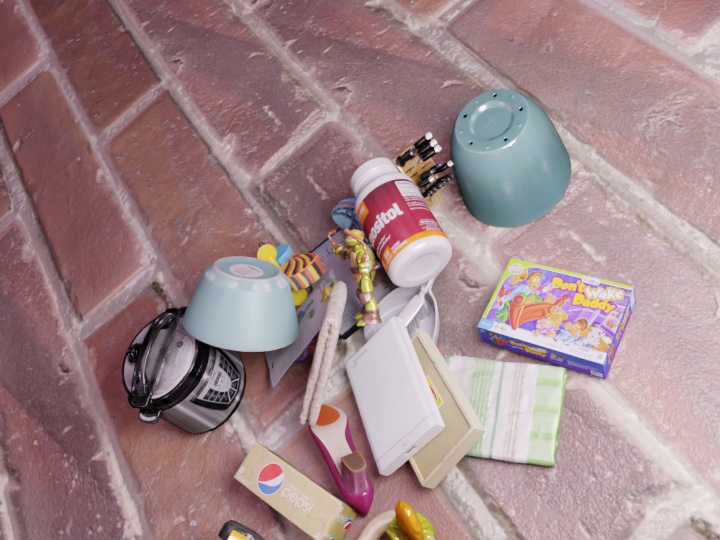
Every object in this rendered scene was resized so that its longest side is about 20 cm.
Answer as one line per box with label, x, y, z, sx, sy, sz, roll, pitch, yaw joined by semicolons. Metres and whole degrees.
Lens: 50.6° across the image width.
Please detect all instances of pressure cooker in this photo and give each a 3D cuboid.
pressure cooker;-0.314;0.175;1.320;0.177;0.200;0.177;-36;50;4

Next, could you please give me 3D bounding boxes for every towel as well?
towel;-0.057;0.133;1.206;0.034;0.204;0.133;13;24;-2
towel;0.203;0.208;1.139;0.196;0.031;0.152;3;66;27

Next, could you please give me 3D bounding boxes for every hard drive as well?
hard drive;0.048;0.190;1.175;0.132;0.026;0.202;-46;43;27

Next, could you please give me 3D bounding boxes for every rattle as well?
rattle;0.007;0.406;1.057;0.196;0.143;0.133;-19;73;10

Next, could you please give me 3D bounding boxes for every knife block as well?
knife block;0.081;-0.185;1.330;0.064;0.177;0.199;-36;49;-18

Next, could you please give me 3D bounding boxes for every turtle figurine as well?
turtle figurine;0.000;0.000;1.246;0.063;0.165;0.200;-14;13;-16

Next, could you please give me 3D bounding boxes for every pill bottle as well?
pill bottle;0.059;-0.083;1.243;0.112;0.113;0.202;-32;59;7

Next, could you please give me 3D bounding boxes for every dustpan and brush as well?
dustpan and brush;0.096;0.054;1.260;0.139;0.057;0.201;31;79;37

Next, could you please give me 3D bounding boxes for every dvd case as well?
dvd case;-0.019;0.009;1.375;0.142;0.018;0.201;-38;51;4

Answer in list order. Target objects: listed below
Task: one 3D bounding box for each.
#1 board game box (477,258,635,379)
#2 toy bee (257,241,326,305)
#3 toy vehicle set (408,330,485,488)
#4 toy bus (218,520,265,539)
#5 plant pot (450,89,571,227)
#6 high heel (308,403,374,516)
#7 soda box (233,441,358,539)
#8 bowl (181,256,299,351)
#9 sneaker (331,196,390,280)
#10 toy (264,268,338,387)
board game box;0.293;0.067;1.146;0.197;0.045;0.136;15;61;33
toy bee;-0.150;0.016;1.385;0.109;0.131;0.199;-50;12;-23
toy vehicle set;0.098;0.206;1.151;0.125;0.026;0.201;-51;41;21
toy bus;-0.139;0.462;1.102;0.189;0.200;0.138;24;72;-1
plant pot;0.239;-0.200;1.270;0.197;0.161;0.204;-13;58;20
high heel;-0.036;0.295;1.206;0.066;0.098;0.200;-13;28;-14
soda box;-0.103;0.350;1.191;0.198;0.064;0.068;24;75;37
bowl;-0.192;0.045;1.265;0.199;0.199;0.107;24;113;36
sneaker;0.011;-0.055;1.328;0.199;0.080;0.095;34;58;29
toy;-0.087;0.105;1.324;0.201;0.047;0.115;-54;25;12
